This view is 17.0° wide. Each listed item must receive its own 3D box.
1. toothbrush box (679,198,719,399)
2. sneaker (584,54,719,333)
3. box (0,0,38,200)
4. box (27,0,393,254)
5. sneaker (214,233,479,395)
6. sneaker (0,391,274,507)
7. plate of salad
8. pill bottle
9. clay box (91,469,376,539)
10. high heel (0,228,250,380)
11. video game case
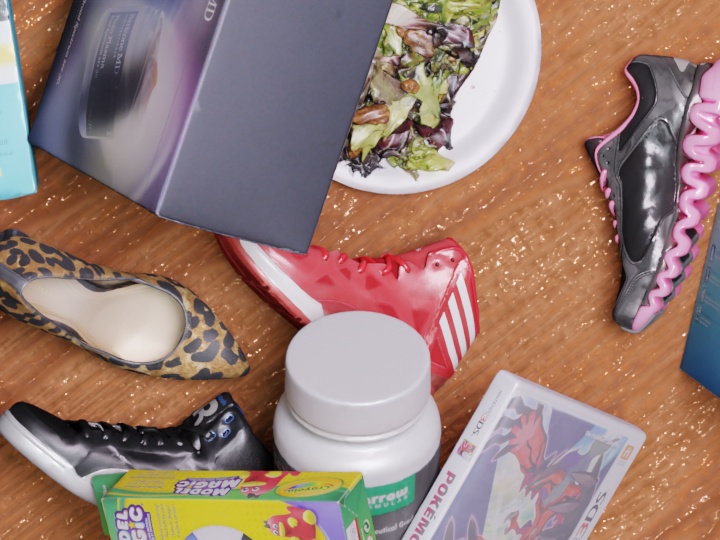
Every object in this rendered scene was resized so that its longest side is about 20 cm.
[{"bbox_3d":[0.296,-0.006,1.648,0.085,0.146,0.201,10,96,-9],"label":"toothbrush box"},{"bbox_3d":[0.197,-0.058,1.675,0.095,0.079,0.201,16,96,13],"label":"sneaker"},{"bbox_3d":[-0.268,-0.146,1.603,0.082,0.049,0.201,-9,100,-6],"label":"box"},{"bbox_3d":[-0.096,-0.139,1.535,0.123,0.198,0.201,14,97,-36],"label":"box"},{"bbox_3d":[0.000,0.000,1.657,0.200,0.078,0.116,43,83,-23],"label":"sneaker"},{"bbox_3d":[-0.142,0.117,1.655,0.200,0.073,0.112,34,90,-19],"label":"sneaker"},{"bbox_3d":[0.027,-0.150,1.641,0.199,0.048,0.201,-1,99,-8],"label":"plate of salad"},{"bbox_3d":[-0.003,0.133,1.609,0.113,0.113,0.201,-5,129,-6],"label":"pill bottle"},{"bbox_3d":[-0.086,0.190,1.569,0.199,0.048,0.115,-3,111,24],"label":"clay box"},{"bbox_3d":[-0.159,0.036,1.597,0.199,0.143,0.072,27,95,-10],"label":"high heel"},{"bbox_3d":[0.104,0.169,1.647,0.200,0.023,0.183,24,97,-55],"label":"video game case"}]
